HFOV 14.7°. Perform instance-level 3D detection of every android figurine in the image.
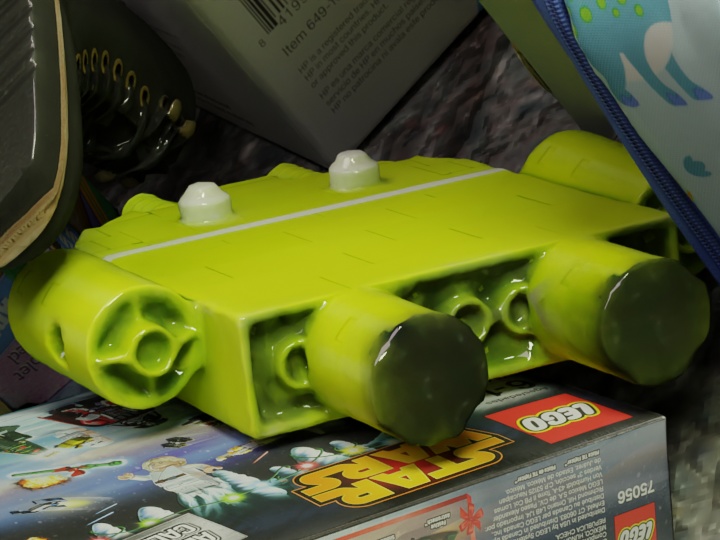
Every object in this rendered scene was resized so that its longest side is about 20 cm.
[{"bbox_3d":[0.000,0.000,0.725,0.181,0.041,0.200,-13,16,-22],"label":"android figurine"}]

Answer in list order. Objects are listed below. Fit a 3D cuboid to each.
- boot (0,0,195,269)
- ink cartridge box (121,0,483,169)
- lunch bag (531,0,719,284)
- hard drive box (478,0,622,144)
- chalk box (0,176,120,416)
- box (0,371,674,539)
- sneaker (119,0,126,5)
[{"bbox_3d":[-0.080,-0.047,0.763,0.077,0.138,0.200,-38,41,14],"label":"boot"},{"bbox_3d":[-0.050,-0.165,0.891,0.147,0.200,0.146,-47,33,-9],"label":"ink cartridge box"},{"bbox_3d":[0.132,-0.097,0.655,0.082,0.161,0.200,7,57,49],"label":"lunch bag"},{"bbox_3d":[0.108,-0.144,0.742,0.200,0.156,0.077,-48,33,-11],"label":"hard drive box"},{"bbox_3d":[-0.131,0.032,0.815,0.125,0.124,0.200,-40,32,7],"label":"chalk box"},{"bbox_3d":[-0.044,0.062,0.666,0.199,0.040,0.137,-16,19,-33],"label":"box"},{"bbox_3d":[-0.131,-0.062,0.948,0.073,0.072,0.200,-59,15,-22],"label":"sneaker"}]
